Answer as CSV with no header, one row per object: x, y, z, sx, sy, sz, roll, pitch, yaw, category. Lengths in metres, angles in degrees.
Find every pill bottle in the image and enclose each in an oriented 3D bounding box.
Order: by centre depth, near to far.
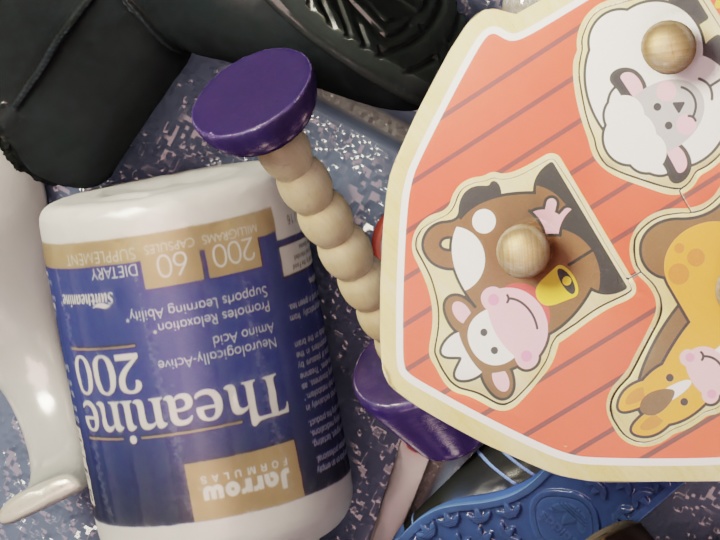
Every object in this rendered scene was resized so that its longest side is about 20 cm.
-0.064,0.060,1.050,0.111,0.111,0.201,-9,97,11,pill bottle

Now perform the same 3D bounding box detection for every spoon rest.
-0.169,0.012,1.096,0.099,0.061,0.200,-24,81,11,spoon rest

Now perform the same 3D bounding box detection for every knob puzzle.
0.090,-0.010,0.912,0.219,0.030,0.220,0,92,17,knob puzzle

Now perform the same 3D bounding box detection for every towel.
0.085,-0.063,0.988,0.024,0.147,0.201,6,95,-21,towel

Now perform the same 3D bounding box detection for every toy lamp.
0.000,0.000,1.006,0.058,0.058,0.200,-20,127,12,toy lamp

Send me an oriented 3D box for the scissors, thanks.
0.035,0.064,1.083,0.073,0.014,0.201,6,98,6,scissors

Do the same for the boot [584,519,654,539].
0.101,0.212,0.954,0.064,0.186,0.200,-15,108,32,boot

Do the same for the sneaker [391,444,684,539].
0.088,0.086,1.056,0.070,0.078,0.200,46,125,-6,sneaker

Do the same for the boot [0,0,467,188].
-0.073,-0.092,1.028,0.200,0.076,0.168,33,131,-7,boot
